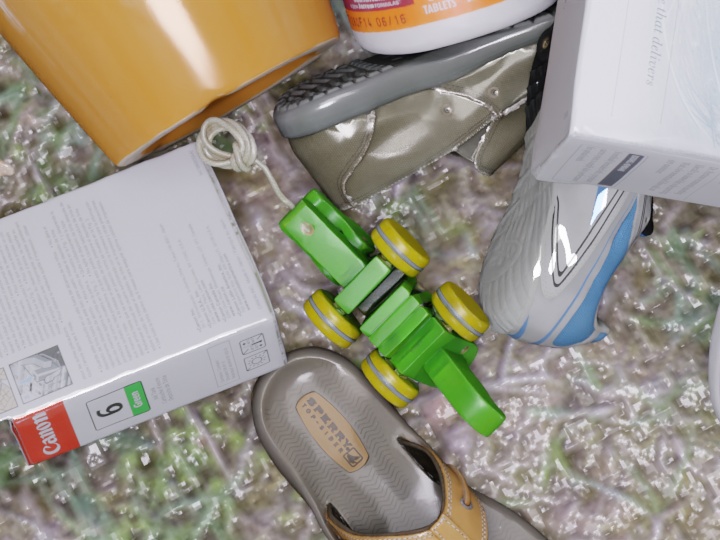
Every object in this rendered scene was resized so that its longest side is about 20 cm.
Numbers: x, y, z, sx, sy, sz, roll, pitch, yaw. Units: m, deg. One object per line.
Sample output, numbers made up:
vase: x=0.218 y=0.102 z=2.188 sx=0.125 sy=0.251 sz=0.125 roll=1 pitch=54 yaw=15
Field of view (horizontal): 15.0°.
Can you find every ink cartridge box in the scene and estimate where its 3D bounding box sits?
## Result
ink cartridge box: x=-0.146 y=0.027 z=1.292 sx=0.199 sy=0.050 sz=0.109 roll=-22 pitch=59 yaw=-6

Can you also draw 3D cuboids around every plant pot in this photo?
plant pot: x=-0.107 y=-0.158 z=1.298 sx=0.199 sy=0.200 sz=0.184 roll=-29 pitch=90 yaw=-8

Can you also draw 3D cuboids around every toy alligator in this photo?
toy alligator: x=0.000 y=0.000 z=1.302 sx=0.059 sy=0.054 sz=0.200 roll=-45 pitch=83 yaw=10

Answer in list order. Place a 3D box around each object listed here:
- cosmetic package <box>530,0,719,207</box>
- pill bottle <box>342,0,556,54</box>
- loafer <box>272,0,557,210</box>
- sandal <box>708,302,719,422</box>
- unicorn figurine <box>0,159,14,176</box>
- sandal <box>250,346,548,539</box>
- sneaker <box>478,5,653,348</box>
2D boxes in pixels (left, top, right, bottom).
cosmetic package: x=0.190 y=-0.128 z=1.158 sx=0.199 sy=0.123 sz=0.201 roll=9 pitch=83 yaw=-3
pill bottle: x=0.023 y=-0.213 z=1.303 sx=0.109 sy=0.110 sz=0.201 roll=-18 pitch=105 yaw=-5
loafer: x=0.057 y=-0.085 z=1.334 sx=0.199 sy=0.075 sz=0.070 roll=-19 pitch=105 yaw=-7
sandal: x=0.220 y=0.001 z=1.251 sx=0.082 sy=0.050 sz=0.204 roll=13 pitch=113 yaw=-23
unicorn figurine: x=-0.273 y=-0.025 z=1.292 sx=0.199 sy=0.137 sz=0.074 roll=9 pitch=74 yaw=-15
sandal: x=0.025 y=0.109 z=1.273 sx=0.082 sy=0.055 sz=0.200 roll=-38 pitch=75 yaw=-12
sneaker: x=0.114 y=-0.058 z=1.284 sx=0.072 sy=0.072 sz=0.201 roll=7 pitch=111 yaw=-30
